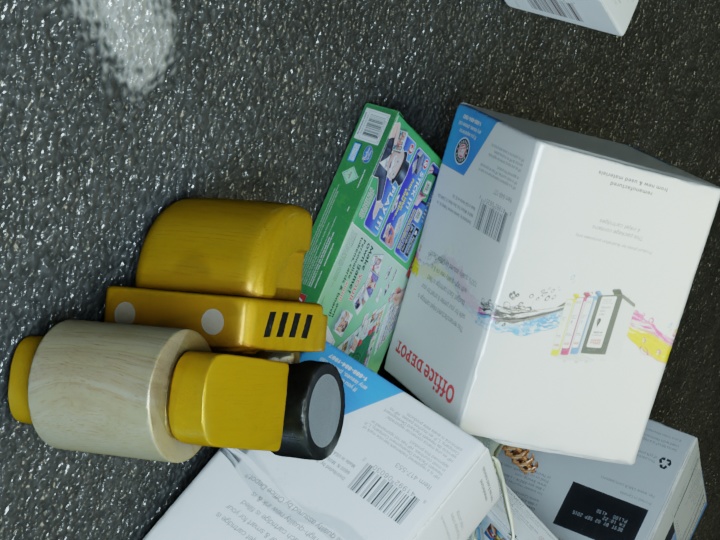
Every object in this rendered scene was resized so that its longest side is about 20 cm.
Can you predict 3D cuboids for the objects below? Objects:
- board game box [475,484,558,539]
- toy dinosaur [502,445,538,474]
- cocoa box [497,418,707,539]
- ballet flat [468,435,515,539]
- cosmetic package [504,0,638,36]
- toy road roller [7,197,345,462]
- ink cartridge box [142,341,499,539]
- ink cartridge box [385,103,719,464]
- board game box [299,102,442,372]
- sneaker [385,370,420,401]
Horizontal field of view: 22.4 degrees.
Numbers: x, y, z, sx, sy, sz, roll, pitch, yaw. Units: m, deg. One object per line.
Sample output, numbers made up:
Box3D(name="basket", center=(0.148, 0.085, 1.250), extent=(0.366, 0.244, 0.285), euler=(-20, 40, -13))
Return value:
Box3D(name="board game box", center=(0.090, 0.253, 1.434), extent=(0.035, 0.126, 0.200), euler=(-28, 156, -39))
Box3D(name="toy dinosaur", center=(0.106, 0.054, 1.407), extent=(0.135, 0.102, 0.201), euler=(-18, 125, -13))
Box3D(name="cocoa box", center=(0.178, 0.191, 1.556), extent=(0.134, 0.199, 0.131), euler=(-59, 152, -23))
Box3D(name="ballet flat", center=(0.078, 0.209, 1.298), extent=(0.067, 0.063, 0.201), euler=(83, 11, -78))
Box3D(name="cosmetic package", center=(0.179, -0.286, 1.344), extent=(0.201, 0.101, 0.071), euler=(-67, 153, -8))
Box3D(name="toy road roller", center=(-0.094, 0.029, 1.020), extent=(0.200, 0.122, 0.147), euler=(9, 85, -64))
Box3D(name="ink cartridge box", center=(-0.029, 0.166, 1.163), extent=(0.200, 0.146, 0.086), euler=(-50, 152, -16))
Box3D(name="ink cartridge box", center=(0.128, 0.009, 1.257), extent=(0.144, 0.147, 0.201), euler=(12, 101, -22))
Box3D(name="board game box", center=(0.000, 0.000, 1.275), extent=(0.201, 0.029, 0.135), euler=(-67, 155, -8))
Box3D(name="sneaker", center=(0.016, 0.156, 1.370), extent=(0.074, 0.088, 0.201), euler=(90, -3, -83))
